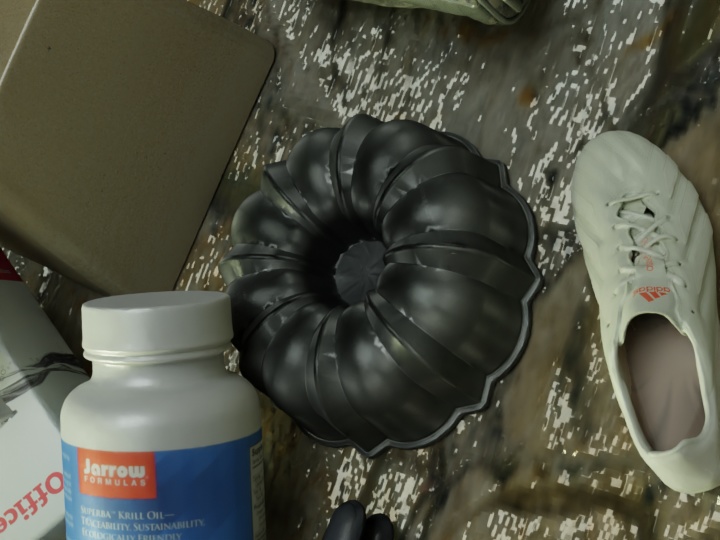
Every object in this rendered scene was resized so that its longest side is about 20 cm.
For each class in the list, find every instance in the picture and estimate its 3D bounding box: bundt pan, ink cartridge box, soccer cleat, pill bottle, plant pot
[{"bbox_3d":[0.000,0.000,0.774,0.199,0.076,0.205,-10,69,26],"label":"bundt pan"},{"bbox_3d":[-0.248,0.095,0.839,0.145,0.083,0.201,-39,79,9],"label":"ink cartridge box"},{"bbox_3d":[0.148,0.011,0.681,0.069,0.077,0.203,-21,64,22],"label":"soccer cleat"},{"bbox_3d":[-0.108,0.116,0.739,0.111,0.112,0.203,0,96,30],"label":"pill bottle"},{"bbox_3d":[-0.211,-0.114,0.875,0.198,0.177,0.202,21,85,34],"label":"plant pot"}]

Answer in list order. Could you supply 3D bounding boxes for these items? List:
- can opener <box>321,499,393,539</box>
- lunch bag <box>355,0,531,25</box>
[{"bbox_3d":[-0.027,0.223,0.722,0.078,0.063,0.203,12,80,33],"label":"can opener"},{"bbox_3d":[0.031,-0.237,0.796,0.198,0.139,0.170,18,82,34],"label":"lunch bag"}]
